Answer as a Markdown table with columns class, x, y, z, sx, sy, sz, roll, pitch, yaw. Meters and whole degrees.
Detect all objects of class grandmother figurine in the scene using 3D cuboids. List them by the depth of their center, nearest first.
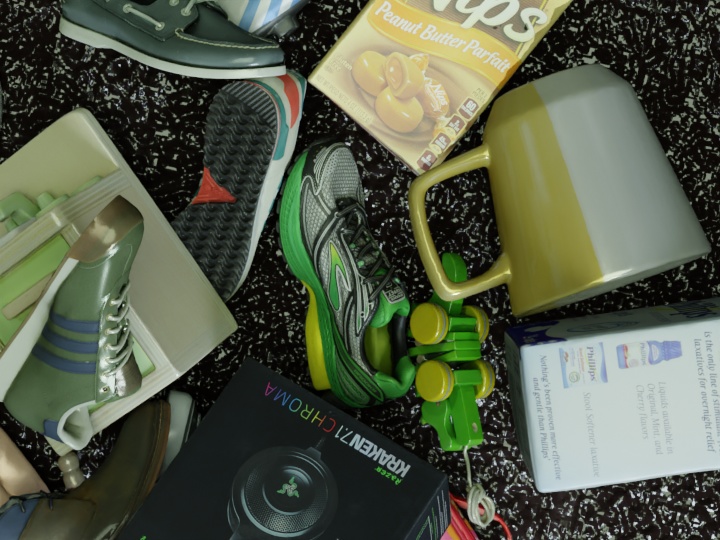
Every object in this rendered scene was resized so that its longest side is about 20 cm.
| class | x | y | z | sx | sy | sz | roll | pitch | yaw |
| --- | --- | --- | --- | --- | --- | --- | --- | --- | --- |
| grandmother figurine | -0.249 | 0.190 | 1.536 | 0.121 | 0.061 | 0.200 | -44 | 90 | 12 |

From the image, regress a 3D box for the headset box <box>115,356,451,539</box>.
| class | x | y | z | sx | sy | sz | roll | pitch | yaw |
| --- | --- | --- | --- | --- | --- | --- | --- | --- | --- |
| headset box | -0.061 | 0.194 | 1.419 | 0.173 | 0.093 | 0.201 | 30 | 69 | 19 |

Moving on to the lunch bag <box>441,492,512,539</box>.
| class | x | y | z | sx | sy | sz | roll | pitch | yaw |
| --- | --- | --- | --- | --- | --- | --- | --- | --- | --- |
| lunch bag | 0.039 | 0.243 | 1.526 | 0.175 | 0.082 | 0.201 | -33 | 95 | -1 |

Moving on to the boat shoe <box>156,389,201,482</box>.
| class | x | y | z | sx | sy | sz | roll | pitch | yaw |
| --- | --- | --- | --- | --- | --- | --- | --- | --- | --- |
| boat shoe | -0.126 | 0.189 | 1.525 | 0.067 | 0.074 | 0.202 | 5 | 96 | -5 |

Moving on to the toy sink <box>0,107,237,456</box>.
| class | x | y | z | sx | sy | sz | roll | pitch | yaw |
| --- | --- | --- | --- | --- | --- | --- | --- | --- | --- |
| toy sink | -0.208 | 0.007 | 1.471 | 0.130 | 0.112 | 0.201 | -32 | 94 | 29 |

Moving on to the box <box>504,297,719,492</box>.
| class | x | y | z | sx | sy | sz | roll | pitch | yaw |
| --- | --- | --- | --- | --- | --- | --- | --- | --- | --- |
| box | 0.209 | 0.082 | 1.456 | 0.198 | 0.184 | 0.106 | -8 | 92 | 1 |

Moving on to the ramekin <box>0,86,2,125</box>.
| class | x | y | z | sx | sy | sz | roll | pitch | yaw |
| --- | --- | --- | --- | --- | --- | --- | --- | --- | --- |
| ramekin | -0.366 | -0.121 | 1.496 | 0.200 | 0.094 | 0.205 | 0 | 94 | 1 |

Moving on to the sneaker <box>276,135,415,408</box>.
| class | x | y | z | sx | sy | sz | roll | pitch | yaw |
| --- | --- | --- | --- | --- | --- | --- | --- | --- | --- |
| sneaker | 0.000 | 0.000 | 1.494 | 0.085 | 0.078 | 0.202 | -4 | 102 | 45 |

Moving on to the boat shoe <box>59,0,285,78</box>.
| class | x | y | z | sx | sy | sz | roll | pitch | yaw |
| --- | --- | --- | --- | --- | --- | --- | --- | --- | --- |
| boat shoe | -0.135 | -0.179 | 1.462 | 0.199 | 0.073 | 0.062 | 19 | 108 | 33 |

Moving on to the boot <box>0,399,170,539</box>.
| class | x | y | z | sx | sy | sz | roll | pitch | yaw |
| --- | --- | --- | --- | --- | --- | --- | --- | --- | --- |
| boot | -0.209 | 0.168 | 1.449 | 0.096 | 0.075 | 0.201 | 26 | 78 | -13 |

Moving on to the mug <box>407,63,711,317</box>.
| class | x | y | z | sx | sy | sz | roll | pitch | yaw |
| --- | --- | --- | --- | --- | --- | --- | --- | --- | --- |
| mug | 0.144 | -0.058 | 1.461 | 0.185 | 0.149 | 0.155 | -14 | 85 | -40 |

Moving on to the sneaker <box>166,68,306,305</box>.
| class | x | y | z | sx | sy | sz | roll | pitch | yaw |
| --- | --- | --- | --- | --- | --- | --- | --- | --- | --- |
| sneaker | -0.085 | -0.060 | 1.507 | 0.070 | 0.093 | 0.201 | 29 | 122 | 14 |

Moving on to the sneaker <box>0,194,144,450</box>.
| class | x | y | z | sx | sy | sz | roll | pitch | yaw |
| --- | --- | --- | --- | --- | --- | --- | --- | --- | --- |
| sneaker | -0.175 | 0.043 | 1.375 | 0.090 | 0.067 | 0.200 | 39 | 125 | 0 |

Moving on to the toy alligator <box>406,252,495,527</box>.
| class | x | y | z | sx | sy | sz | roll | pitch | yaw |
| --- | --- | --- | --- | --- | --- | --- | --- | --- | --- |
| toy alligator | 0.062 | 0.089 | 1.518 | 0.054 | 0.059 | 0.202 | -12 | 81 | 43 |

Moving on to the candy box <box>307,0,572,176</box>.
| class | x | y | z | sx | sy | sz | roll | pitch | yaw |
| --- | --- | --- | --- | --- | --- | --- | --- | --- | --- |
| candy box | 0.066 | -0.179 | 1.502 | 0.115 | 0.055 | 0.200 | 39 | 95 | -3 |

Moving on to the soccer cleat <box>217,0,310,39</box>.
| class | x | y | z | sx | sy | sz | roll | pitch | yaw |
| --- | --- | --- | --- | --- | --- | --- | --- | --- | --- |
| soccer cleat | -0.037 | -0.238 | 1.493 | 0.199 | 0.070 | 0.087 | -37 | 93 | 4 |
